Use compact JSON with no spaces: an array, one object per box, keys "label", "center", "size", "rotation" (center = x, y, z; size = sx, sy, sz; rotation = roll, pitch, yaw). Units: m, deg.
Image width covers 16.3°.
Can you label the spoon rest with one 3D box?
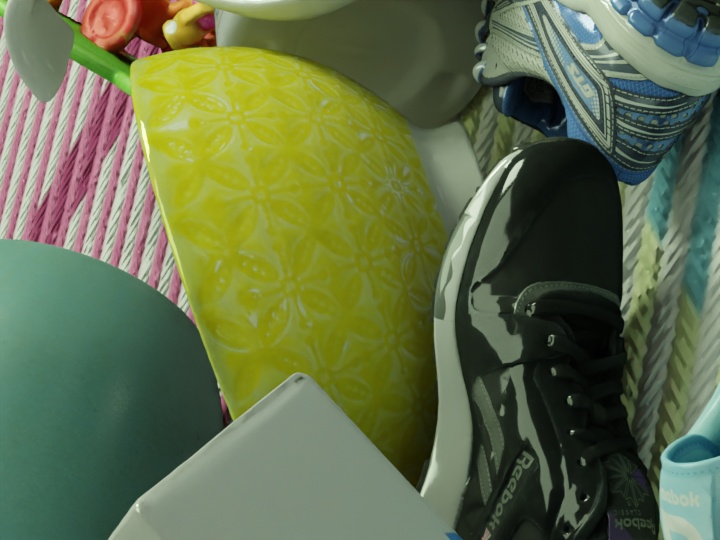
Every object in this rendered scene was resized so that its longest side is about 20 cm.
[{"label":"spoon rest","center":[-0.059,-0.120,0.941],"size":[0.200,0.061,0.099],"rotation":[-18,46,31]}]

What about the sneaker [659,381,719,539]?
[{"label":"sneaker","center":[0.109,0.084,0.708],"size":[0.074,0.082,0.200],"rotation":[0,73,64]}]

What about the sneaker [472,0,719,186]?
[{"label":"sneaker","center":[0.068,-0.096,0.920],"size":[0.085,0.077,0.200],"rotation":[-66,26,20]}]

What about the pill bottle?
[{"label":"pill bottle","center":[-0.009,-0.158,1.062],"size":[0.114,0.114,0.200],"rotation":[-49,34,37]}]

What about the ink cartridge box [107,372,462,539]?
[{"label":"ink cartridge box","center":[-0.030,0.149,0.816],"size":[0.084,0.146,0.200],"rotation":[-38,-11,-39]}]

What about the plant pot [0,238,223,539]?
[{"label":"plant pot","center":[-0.151,0.084,1.097],"size":[0.201,0.200,0.161],"rotation":[-28,39,55]}]

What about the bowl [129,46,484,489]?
[{"label":"bowl","center":[0.000,0.000,0.921],"size":[0.108,0.200,0.200],"rotation":[-20,40,3]}]

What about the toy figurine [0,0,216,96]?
[{"label":"toy figurine","center":[-0.073,-0.170,1.209],"size":[0.200,0.150,0.184],"rotation":[35,95,41]}]

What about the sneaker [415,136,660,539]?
[{"label":"sneaker","center":[0.070,0.058,0.828],"size":[0.088,0.076,0.200],"rotation":[13,94,49]}]
